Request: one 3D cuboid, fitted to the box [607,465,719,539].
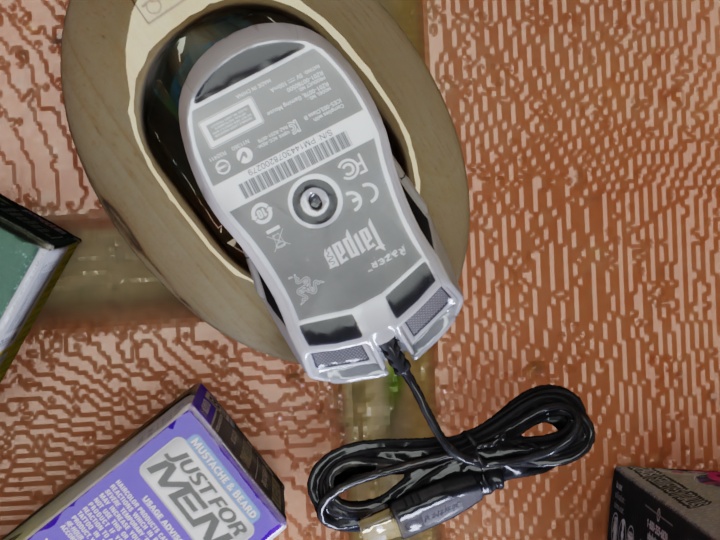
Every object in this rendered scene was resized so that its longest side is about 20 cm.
[{"bbox_3d":[0.165,0.150,0.766,0.114,0.200,0.133,4,92,-5],"label":"box"}]

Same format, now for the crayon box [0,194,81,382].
[{"bbox_3d":[-0.181,0.064,0.779,0.051,0.127,0.200,29,90,-4],"label":"crayon box"}]

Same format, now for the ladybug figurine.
[{"bbox_3d":[-0.039,-0.054,0.810,0.136,0.072,0.200,-34,95,-1],"label":"ladybug figurine"}]

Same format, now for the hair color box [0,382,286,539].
[{"bbox_3d":[-0.123,0.131,0.794,0.200,0.109,0.065,-37,93,-2],"label":"hair color box"}]

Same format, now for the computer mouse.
[{"bbox_3d":[0.000,0.000,0.759,0.109,0.044,0.201,-25,100,2],"label":"computer mouse"}]
